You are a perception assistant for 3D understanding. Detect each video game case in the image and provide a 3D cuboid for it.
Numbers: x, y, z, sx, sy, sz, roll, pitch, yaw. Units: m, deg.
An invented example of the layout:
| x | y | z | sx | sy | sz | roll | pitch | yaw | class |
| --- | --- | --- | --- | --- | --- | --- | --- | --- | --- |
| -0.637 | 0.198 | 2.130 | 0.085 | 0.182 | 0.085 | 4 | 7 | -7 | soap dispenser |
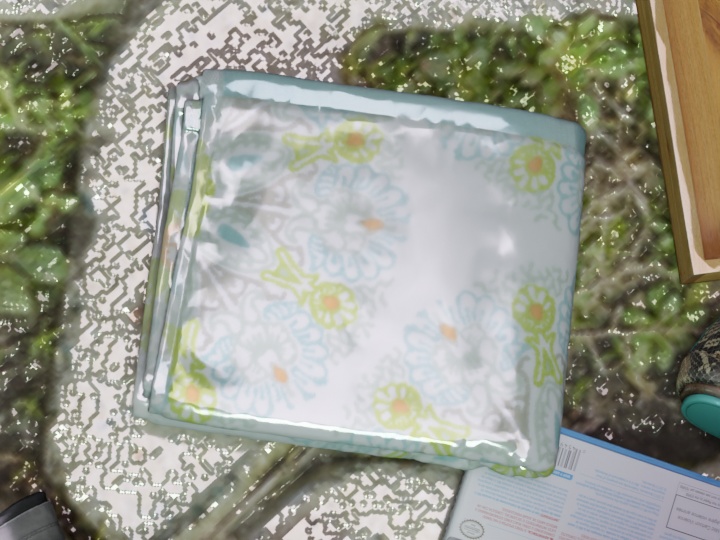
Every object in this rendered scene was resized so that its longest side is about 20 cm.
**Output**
| x | y | z | sx | sy | sz | roll | pitch | yaw | class |
| --- | --- | --- | --- | --- | --- | --- | --- | --- | --- |
| 0.095 | 0.179 | 1.334 | 0.143 | 0.018 | 0.200 | 19 | 79 | -3 | video game case |

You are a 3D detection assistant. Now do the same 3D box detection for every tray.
| x | y | z | sx | sy | sz | roll | pitch | yaw | class |
| --- | --- | --- | --- | --- | --- | --- | --- | --- | --- |
| 0.187 | -0.099 | 1.379 | 0.098 | 0.037 | 0.200 | -7 | 81 | -7 | tray |

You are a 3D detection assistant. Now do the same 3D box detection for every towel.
| x | y | z | sx | sy | sz | roll | pitch | yaw | class |
| --- | --- | --- | --- | --- | --- | --- | --- | --- | --- |
| 0.000 | 0.000 | 1.333 | 0.199 | 0.048 | 0.172 | 8 | 76 | -2 | towel |

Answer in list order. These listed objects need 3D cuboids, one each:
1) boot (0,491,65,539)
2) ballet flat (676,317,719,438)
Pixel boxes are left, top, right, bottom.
| x | y | z | sx | sy | sz | roll | pitch | yaw | class |
| --- | --- | --- | --- | --- | --- | --- | --- | --- | --- |
| -0.112 | 0.150 | 1.294 | 0.200 | 0.070 | 0.132 | -33 | 80 | -14 | boot |
| 0.244 | 0.081 | 1.345 | 0.200 | 0.068 | 0.075 | 33 | 67 | 3 | ballet flat |
